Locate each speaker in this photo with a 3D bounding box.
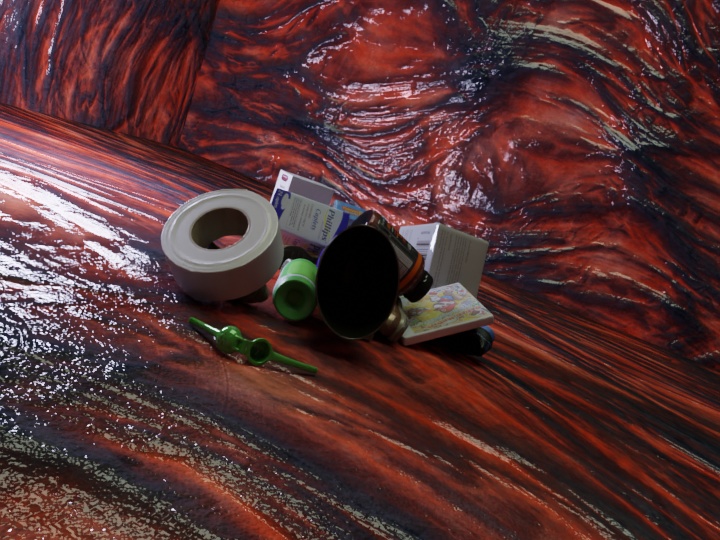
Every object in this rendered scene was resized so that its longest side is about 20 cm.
[{"bbox_3d":[-0.118,0.033,1.061,0.087,0.090,0.200,19,10,-6],"label":"speaker"}]

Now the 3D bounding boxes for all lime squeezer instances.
[{"bbox_3d":[-0.154,0.107,0.762,0.196,0.038,0.071,21,-22,3],"label":"lime squeezer"}]

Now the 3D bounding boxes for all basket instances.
[{"bbox_3d":[-0.016,0.009,0.975,0.133,0.184,0.200,7,5,-8],"label":"basket"}]

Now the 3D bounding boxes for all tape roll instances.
[{"bbox_3d":[-0.232,-0.049,0.952,0.198,0.072,0.205,-2,48,2],"label":"tape roll"}]

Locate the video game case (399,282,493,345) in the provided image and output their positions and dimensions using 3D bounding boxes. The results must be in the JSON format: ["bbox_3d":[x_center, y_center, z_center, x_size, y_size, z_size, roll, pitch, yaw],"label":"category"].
[{"bbox_3d":[0.158,0.089,1.201,0.196,0.023,0.182,-12,24,-10],"label":"video game case"}]

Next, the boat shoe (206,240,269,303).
[{"bbox_3d":[-0.249,0.005,1.013,0.199,0.073,0.068,34,-3,27],"label":"boat shoe"}]

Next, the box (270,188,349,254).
[{"bbox_3d":[-0.150,-0.098,1.428,0.196,0.107,0.184,18,-20,-12],"label":"box"}]

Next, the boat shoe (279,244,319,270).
[{"bbox_3d":[-0.151,-0.019,1.313,0.067,0.073,0.199,18,-2,31],"label":"boat shoe"}]

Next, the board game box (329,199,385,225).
[{"bbox_3d":[-0.048,-0.131,1.836,0.197,0.195,0.057,15,55,-31],"label":"board game box"}]

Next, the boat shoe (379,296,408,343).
[{"bbox_3d":[0.043,0.078,1.151,0.071,0.076,0.200,33,5,-16],"label":"boat shoe"}]

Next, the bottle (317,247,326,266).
[{"bbox_3d":[0.000,0.002,1.214,0.198,0.066,0.083,14,14,-46],"label":"bottle"}]

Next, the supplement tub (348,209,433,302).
[{"bbox_3d":[0.060,-0.023,1.145,0.200,0.107,0.107,42,2,-19],"label":"supplement tub"}]

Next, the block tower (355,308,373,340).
[{"bbox_3d":[-0.017,0.078,1.118,0.053,0.059,0.200,17,9,-19],"label":"block tower"}]

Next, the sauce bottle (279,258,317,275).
[{"bbox_3d":[-0.081,0.025,1.241,0.197,0.066,0.065,13,12,-32],"label":"sauce bottle"}]

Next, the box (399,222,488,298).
[{"bbox_3d":[0.194,-0.001,1.447,0.169,0.203,0.199,16,-5,-25],"label":"box"}]

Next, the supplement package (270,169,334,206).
[{"bbox_3d":[-0.200,-0.191,1.764,0.153,0.204,0.111,14,11,-32],"label":"supplement package"}]

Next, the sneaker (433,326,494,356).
[{"bbox_3d":[0.190,0.132,1.216,0.197,0.072,0.078,13,24,25],"label":"sneaker"}]
